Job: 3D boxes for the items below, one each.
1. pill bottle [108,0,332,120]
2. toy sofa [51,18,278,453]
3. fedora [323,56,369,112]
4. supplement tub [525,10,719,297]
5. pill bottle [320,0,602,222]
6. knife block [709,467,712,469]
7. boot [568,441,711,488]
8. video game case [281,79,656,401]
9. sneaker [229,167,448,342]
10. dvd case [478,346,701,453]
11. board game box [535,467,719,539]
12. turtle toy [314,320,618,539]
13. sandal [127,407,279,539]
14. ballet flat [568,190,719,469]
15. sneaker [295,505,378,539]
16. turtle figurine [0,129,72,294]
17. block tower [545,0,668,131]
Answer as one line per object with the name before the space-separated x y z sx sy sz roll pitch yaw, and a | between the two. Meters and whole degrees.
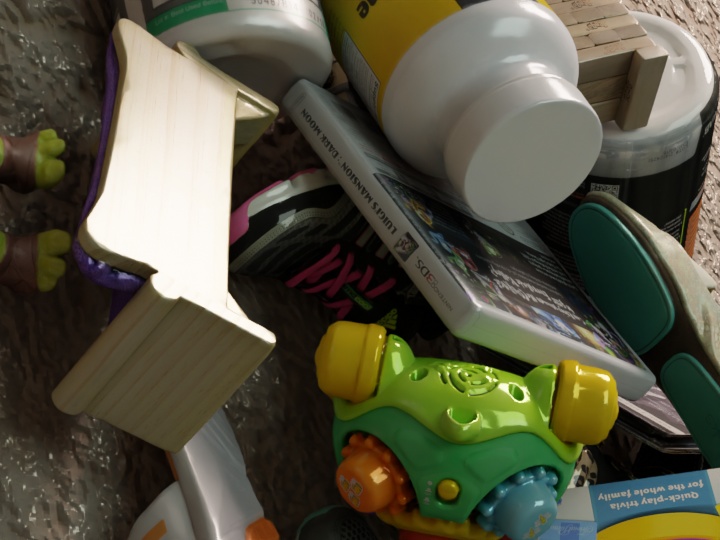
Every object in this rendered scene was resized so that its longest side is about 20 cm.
pill bottle | -0.088 -0.187 0.886 0.113 0.113 0.200 12 58 -47
toy sofa | -0.100 -0.022 0.746 0.098 0.083 0.200 29 32 -24
fedora | 0.045 -0.131 1.029 0.201 0.092 0.201 31 44 -36
supplement tub | 0.158 -0.056 1.023 0.200 0.122 0.123 86 8 -49
pill bottle | 0.049 -0.121 0.873 0.112 0.112 0.200 20 29 -43
knife block | 0.198 0.157 0.929 0.200 0.064 0.176 17 77 -28
boot | 0.159 0.134 1.005 0.151 0.073 0.200 45 46 -22
video game case | 0.062 -0.013 0.881 0.200 0.023 0.182 22 26 -52
sneaker | 0.000 0.000 0.897 0.200 0.074 0.087 8 54 -54
dvd case | 0.191 0.081 1.048 0.149 0.016 0.200 30 14 39
board game box | 0.161 0.187 0.801 0.200 0.151 0.047 -92 171 -54
turtle toy | 0.046 0.092 0.813 0.200 0.146 0.101 78 23 -81
sandal | -0.077 0.123 0.737 0.079 0.059 0.207 47 13 -46
ballet flat | 0.191 0.038 0.930 0.062 0.067 0.200 -19 74 -37
sneaker | 0.033 0.202 0.778 0.078 0.091 0.200 -11 74 -51
turtle figurine | -0.198 -0.037 0.685 0.161 0.064 0.200 25 39 -50
block tower | 0.103 -0.163 0.946 0.058 0.054 0.200 -15 50 -20
